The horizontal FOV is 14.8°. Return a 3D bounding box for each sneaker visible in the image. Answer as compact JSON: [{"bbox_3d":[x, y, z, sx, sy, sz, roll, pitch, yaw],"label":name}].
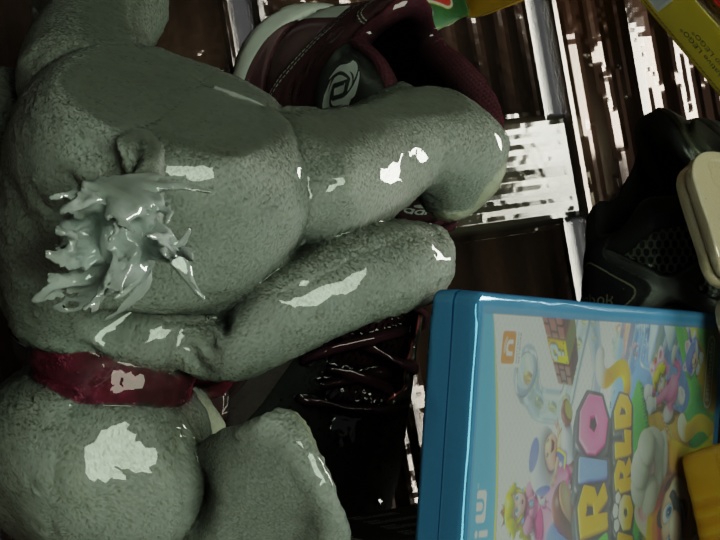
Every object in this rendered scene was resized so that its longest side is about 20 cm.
[{"bbox_3d":[0.000,0.000,0.925,0.076,0.115,0.200,2,82,-29],"label":"sneaker"},{"bbox_3d":[0.168,-0.011,1.043,0.199,0.076,0.114,-9,94,-25],"label":"sneaker"}]

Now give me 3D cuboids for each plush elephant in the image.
[{"bbox_3d":[-0.064,0.018,0.828,0.165,0.200,0.155,21,116,6],"label":"plush elephant"}]

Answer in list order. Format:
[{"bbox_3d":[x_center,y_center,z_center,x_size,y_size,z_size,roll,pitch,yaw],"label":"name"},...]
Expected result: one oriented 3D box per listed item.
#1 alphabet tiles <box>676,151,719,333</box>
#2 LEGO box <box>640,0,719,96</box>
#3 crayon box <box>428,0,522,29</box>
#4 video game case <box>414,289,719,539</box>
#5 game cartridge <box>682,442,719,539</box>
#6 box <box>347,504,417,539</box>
[{"bbox_3d":[0.199,0.005,1.004,0.200,0.015,0.196,0,65,-38],"label":"alphabet tiles"},{"bbox_3d":[0.167,-0.138,0.978,0.149,0.077,0.200,-41,92,-29],"label":"LEGO box"},{"bbox_3d":[0.080,-0.176,1.032,0.200,0.051,0.127,-27,97,-29],"label":"crayon box"},{"bbox_3d":[0.069,0.081,0.885,0.200,0.018,0.143,6,89,-61],"label":"video game case"},{"bbox_3d":[0.195,0.154,0.971,0.176,0.032,0.200,0,75,-47],"label":"game cartridge"},{"bbox_3d":[0.003,0.163,0.916,0.200,0.044,0.160,-6,99,-36],"label":"box"}]
